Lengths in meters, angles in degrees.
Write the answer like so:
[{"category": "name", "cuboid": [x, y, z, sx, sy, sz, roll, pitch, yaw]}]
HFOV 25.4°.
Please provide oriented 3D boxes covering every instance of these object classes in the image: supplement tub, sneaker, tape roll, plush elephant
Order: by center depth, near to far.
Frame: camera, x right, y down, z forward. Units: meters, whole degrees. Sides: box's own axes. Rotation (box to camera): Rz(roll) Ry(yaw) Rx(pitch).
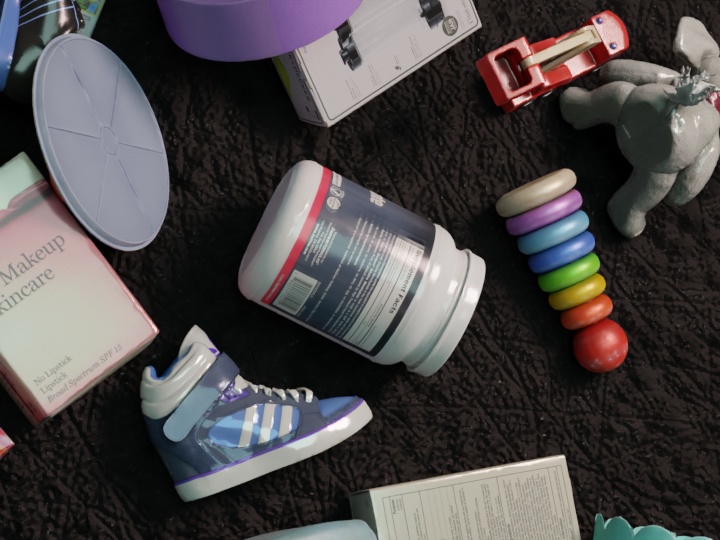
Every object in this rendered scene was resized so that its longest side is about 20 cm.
[{"category": "sneaker", "cuboid": [-0.101, 0.109, 1.457, 0.199, 0.081, 0.147, -21, 90, -14]}, {"category": "sneaker", "cuboid": [-0.288, -0.247, 1.460, 0.077, 0.070, 0.201, 14, 79, -21]}, {"category": "supplement tub", "cuboid": [0.000, 0.000, 1.477, 0.199, 0.140, 0.141, 27, 73, -10]}, {"category": "tape roll", "cuboid": [-0.094, -0.279, 1.480, 0.199, 0.066, 0.201, -9, 43, 8]}, {"category": "plush elephant", "cuboid": [0.325, -0.158, 1.603, 0.154, 0.200, 0.165, -21, 78, -37]}]

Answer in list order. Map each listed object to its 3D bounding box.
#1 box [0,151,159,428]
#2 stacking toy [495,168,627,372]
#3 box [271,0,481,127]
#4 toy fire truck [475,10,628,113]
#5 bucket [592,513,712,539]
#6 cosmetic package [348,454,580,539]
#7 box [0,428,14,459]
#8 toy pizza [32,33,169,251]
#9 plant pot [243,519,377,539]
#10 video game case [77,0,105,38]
[{"category": "box", "cuboid": [-0.290, 0.019, 1.404, 0.128, 0.109, 0.200, -38, 92, -19]}, {"category": "stacking toy", "cuboid": [0.210, 0.005, 1.577, 0.085, 0.085, 0.201, -26, 94, -19]}, {"category": "box", "cuboid": [0.009, -0.240, 1.547, 0.200, 0.060, 0.117, -36, 117, -19]}, {"category": "toy fire truck", "cuboid": [0.192, -0.210, 1.575, 0.199, 0.141, 0.049, -27, 88, -19]}, {"category": "bucket", "cuboid": [0.297, 0.311, 1.477, 0.206, 0.207, 0.136, 15, 82, -13]}, {"category": "cosmetic package", "cuboid": [0.099, 0.240, 1.496, 0.199, 0.073, 0.104, -7, 82, -17]}, {"category": "box", "cuboid": [-0.355, 0.144, 1.312, 0.095, 0.200, 0.100, -44, 93, -18]}, {"category": "toy pizza", "cuboid": [-0.236, -0.112, 1.429, 0.032, 0.200, 0.202, -16, 82, 23]}, {"category": "plant pot", "cuboid": [-0.062, 0.314, 1.369, 0.199, 0.196, 0.197, -29, 89, -20]}, {"category": "video game case", "cuboid": [-0.333, -0.290, 1.498, 0.199, 0.023, 0.183, 22, 74, -11]}]
